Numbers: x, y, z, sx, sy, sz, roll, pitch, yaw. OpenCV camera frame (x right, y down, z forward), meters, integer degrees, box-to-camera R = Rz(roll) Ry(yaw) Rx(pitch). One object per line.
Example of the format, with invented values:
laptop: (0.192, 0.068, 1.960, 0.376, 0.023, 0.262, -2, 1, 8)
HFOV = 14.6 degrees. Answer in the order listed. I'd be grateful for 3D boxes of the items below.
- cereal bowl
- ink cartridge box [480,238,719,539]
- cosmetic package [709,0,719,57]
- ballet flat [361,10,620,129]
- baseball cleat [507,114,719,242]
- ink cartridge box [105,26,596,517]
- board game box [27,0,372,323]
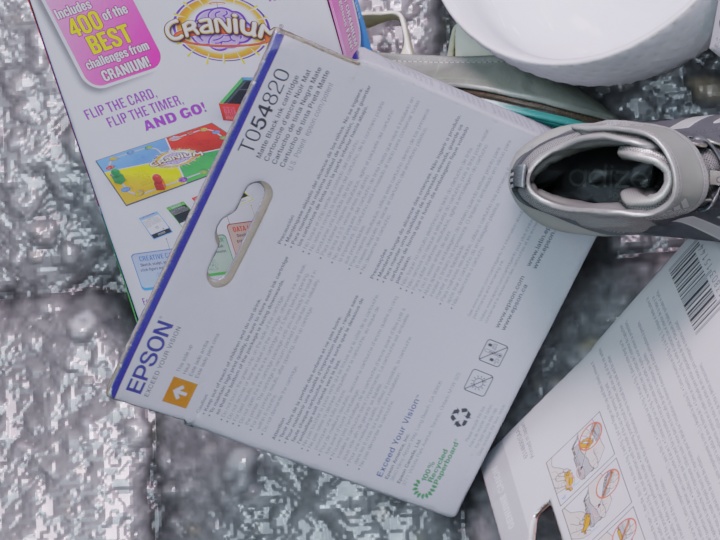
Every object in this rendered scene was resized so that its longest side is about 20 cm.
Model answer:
cereal bowl: (0.133, -0.179, 1.363, 0.200, 0.083, 0.200, -14, 66, 34)
ink cartridge box: (0.142, 0.097, 1.308, 0.045, 0.200, 0.176, 31, 114, -25)
cosmetic package: (0.230, -0.085, 1.210, 0.200, 0.051, 0.083, 48, 140, 44)
ballet flat: (0.033, -0.099, 1.410, 0.200, 0.067, 0.064, 3, 75, 15)
baseball cleat: (0.169, -0.040, 1.290, 0.200, 0.106, 0.070, -6, 92, 1)
ink cartridge box: (0.000, 0.000, 1.351, 0.200, 0.041, 0.200, 22, 103, -24)
board game box: (-0.062, -0.067, 1.387, 0.153, 0.040, 0.200, -6, 118, 18)
